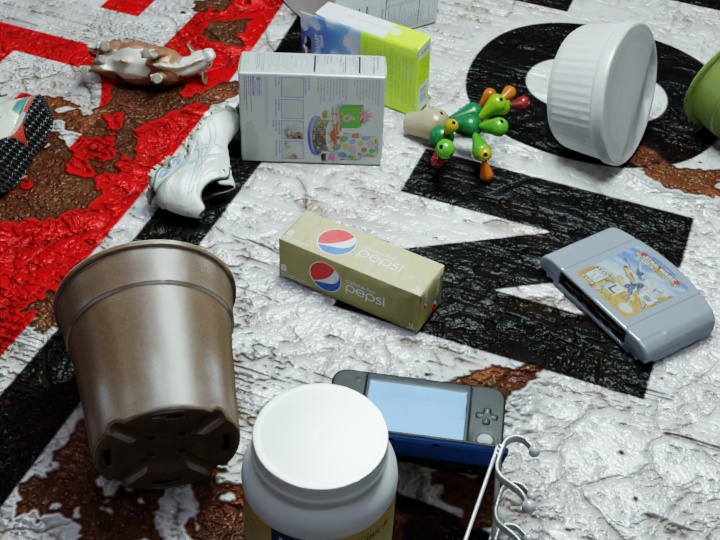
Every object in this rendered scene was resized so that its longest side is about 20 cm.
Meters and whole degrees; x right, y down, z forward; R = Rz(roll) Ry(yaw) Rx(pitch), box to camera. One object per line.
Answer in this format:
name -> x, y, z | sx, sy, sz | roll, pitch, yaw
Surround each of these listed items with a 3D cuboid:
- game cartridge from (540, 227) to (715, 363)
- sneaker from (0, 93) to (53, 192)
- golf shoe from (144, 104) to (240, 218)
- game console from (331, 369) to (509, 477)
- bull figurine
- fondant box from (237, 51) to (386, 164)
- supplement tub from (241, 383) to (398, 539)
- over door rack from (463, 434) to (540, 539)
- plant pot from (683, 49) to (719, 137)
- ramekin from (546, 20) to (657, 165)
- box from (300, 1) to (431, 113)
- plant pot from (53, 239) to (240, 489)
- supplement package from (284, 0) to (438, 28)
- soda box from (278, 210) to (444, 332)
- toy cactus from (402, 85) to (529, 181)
game cartridge -> 0.335, 0.024, 1.454 | 0.133, 0.042, 0.200 | -25, 49, -21
sneaker -> -0.503, -0.169, 1.609 | 0.093, 0.071, 0.200 | -2, 41, 22
golf shoe -> -0.203, -0.141, 1.589 | 0.097, 0.078, 0.200 | 28, 54, 9
game console -> 0.057, 0.148, 1.241 | 0.199, 0.119, 0.171 | 7, 43, 4
bull figurine -> -0.319, -0.310, 1.749 | 0.199, 0.066, 0.121 | 4, 9, 12
fondant box -> -0.067, -0.223, 1.621 | 0.199, 0.145, 0.058 | 2, 41, 0
supplement tub -> -0.039, 0.217, 1.098 | 0.144, 0.201, 0.145 | 1, 42, -1
over door rack -> 0.118, 0.272, 1.089 | 0.066, 0.148, 0.200 | 19, 44, 25
plant pot -> 0.589, -0.211, 1.636 | 0.199, 0.200, 0.190 | -17, 59, -20
ramekin -> 0.337, -0.253, 1.647 | 0.094, 0.203, 0.202 | 14, 42, 32
box -> 0.007, -0.318, 1.745 | 0.199, 0.122, 0.048 | 23, 50, 21
plant pot -> -0.213, 0.107, 1.231 | 0.199, 0.201, 0.199 | -8, 51, -12
supplement package -> -0.001, -0.490, 1.915 | 0.199, 0.148, 0.191 | -20, 47, -24
soda box -> 0.000, 0.000, 1.440 | 0.199, 0.064, 0.068 | 22, 45, 21
toy cactus -> 0.140, -0.200, 1.665 | 0.164, 0.103, 0.200 | 8, 41, 34
